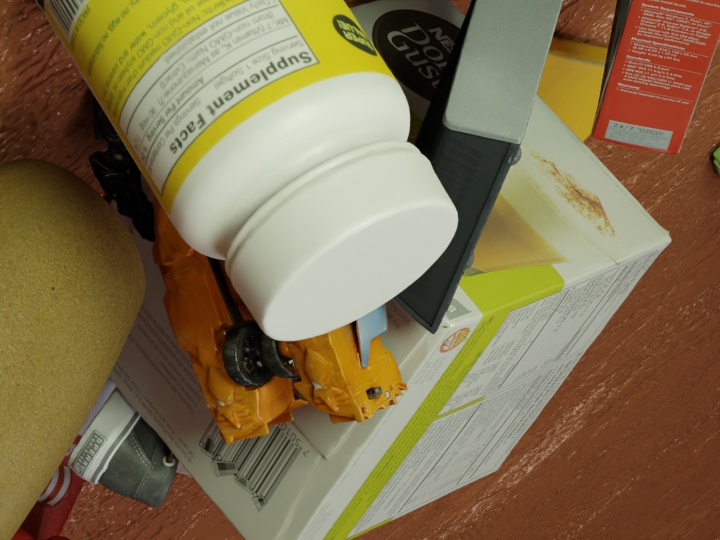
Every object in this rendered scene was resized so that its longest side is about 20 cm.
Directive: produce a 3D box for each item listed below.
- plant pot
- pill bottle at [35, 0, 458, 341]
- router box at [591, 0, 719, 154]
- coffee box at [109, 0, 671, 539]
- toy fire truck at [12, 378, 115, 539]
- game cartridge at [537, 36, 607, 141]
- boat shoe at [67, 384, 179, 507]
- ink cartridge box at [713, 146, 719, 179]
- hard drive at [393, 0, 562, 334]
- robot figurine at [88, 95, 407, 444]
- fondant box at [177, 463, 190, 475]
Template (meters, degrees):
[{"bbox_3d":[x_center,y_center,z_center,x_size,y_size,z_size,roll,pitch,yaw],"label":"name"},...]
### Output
[{"bbox_3d":[-0.195,0.040,1.175,0.200,0.186,0.187,-45,166,-35],"label":"plant pot"},{"bbox_3d":[-0.050,-0.077,1.100,0.114,0.200,0.114,-28,160,-11],"label":"pill bottle"},{"bbox_3d":[0.170,-0.191,1.328,0.180,0.049,0.201,99,3,-61],"label":"router box"},{"bbox_3d":[0.000,0.000,1.371,0.197,0.200,0.200,-20,151,-46],"label":"coffee box"},{"bbox_3d":[-0.199,0.107,1.409,0.169,0.112,0.200,-66,159,-5],"label":"toy fire truck"},{"bbox_3d":[0.070,-0.076,1.599,0.176,0.032,0.200,-47,157,19],"label":"game cartridge"},{"bbox_3d":[-0.093,0.066,1.447,0.070,0.066,0.200,-58,178,31],"label":"boat shoe"},{"bbox_3d":[0.386,-0.054,1.962,0.148,0.200,0.076,-40,161,1],"label":"ink cartridge box"},{"bbox_3d":[0.057,-0.079,1.225,0.200,0.042,0.135,-71,-177,-50],"label":"hard drive"},{"bbox_3d":[-0.054,-0.022,1.228,0.145,0.201,0.058,-11,-170,42],"label":"robot figurine"},{"bbox_3d":[-0.008,0.080,1.565,0.200,0.144,0.059,-27,124,-58],"label":"fondant box"}]
